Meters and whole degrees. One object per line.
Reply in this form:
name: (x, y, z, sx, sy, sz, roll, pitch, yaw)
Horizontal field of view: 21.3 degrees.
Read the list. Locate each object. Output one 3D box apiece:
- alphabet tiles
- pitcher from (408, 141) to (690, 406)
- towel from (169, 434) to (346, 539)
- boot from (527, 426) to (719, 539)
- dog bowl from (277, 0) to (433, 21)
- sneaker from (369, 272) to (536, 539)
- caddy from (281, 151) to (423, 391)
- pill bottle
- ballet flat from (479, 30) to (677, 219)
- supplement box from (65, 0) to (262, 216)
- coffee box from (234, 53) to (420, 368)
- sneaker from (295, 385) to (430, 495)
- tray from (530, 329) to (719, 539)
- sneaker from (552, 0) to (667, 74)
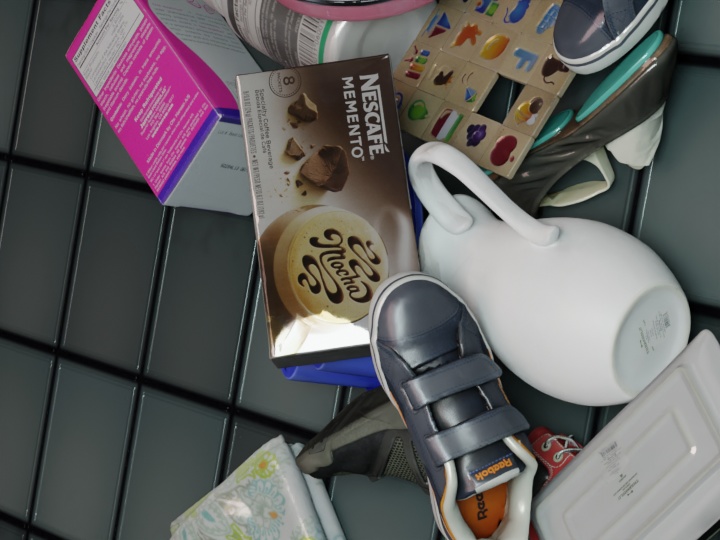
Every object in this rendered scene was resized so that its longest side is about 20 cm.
alphabet tiles: (0.107, -0.175, 1.386, 0.167, 0.008, 0.201, 29, 85, 49)
pitcher: (0.119, -0.001, 1.307, 0.121, 0.172, 0.199, -44, 41, -20)
towel: (-0.076, 0.257, 1.540, 0.171, 0.048, 0.201, -42, 59, 33)
boot: (0.178, 0.134, 1.298, 0.200, 0.072, 0.145, -53, 52, 30)
dog bowl: (0.002, -0.260, 1.412, 0.200, 0.199, 0.074, 36, 150, 39)
sneaker: (0.068, 0.098, 1.259, 0.202, 0.078, 0.079, 69, 168, -14)
caddy: (0.000, 0.000, 1.458, 0.141, 0.104, 0.202, 157, 112, -66)
pill bottle: (-0.039, -0.214, 1.510, 0.200, 0.113, 0.114, 37, 110, 40)
ballet flat: (0.167, -0.095, 1.338, 0.068, 0.068, 0.200, 44, 137, -10)
supplement box: (-0.151, -0.152, 1.618, 0.104, 0.101, 0.201, -53, 53, 27)
coffee box: (-0.019, -0.041, 1.342, 0.112, 0.080, 0.202, -7, 82, 0)
sneaker: (0.039, 0.136, 1.389, 0.199, 0.076, 0.115, -28, 103, 41)
tray: (0.178, 0.138, 1.232, 0.200, 0.022, 0.108, -50, 45, 33)
sneaker: (0.184, -0.231, 1.288, 0.201, 0.079, 0.078, -54, 41, 4)
